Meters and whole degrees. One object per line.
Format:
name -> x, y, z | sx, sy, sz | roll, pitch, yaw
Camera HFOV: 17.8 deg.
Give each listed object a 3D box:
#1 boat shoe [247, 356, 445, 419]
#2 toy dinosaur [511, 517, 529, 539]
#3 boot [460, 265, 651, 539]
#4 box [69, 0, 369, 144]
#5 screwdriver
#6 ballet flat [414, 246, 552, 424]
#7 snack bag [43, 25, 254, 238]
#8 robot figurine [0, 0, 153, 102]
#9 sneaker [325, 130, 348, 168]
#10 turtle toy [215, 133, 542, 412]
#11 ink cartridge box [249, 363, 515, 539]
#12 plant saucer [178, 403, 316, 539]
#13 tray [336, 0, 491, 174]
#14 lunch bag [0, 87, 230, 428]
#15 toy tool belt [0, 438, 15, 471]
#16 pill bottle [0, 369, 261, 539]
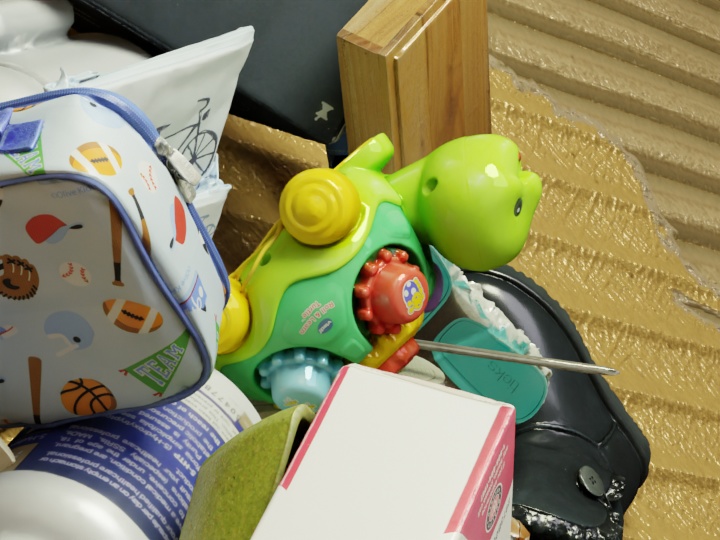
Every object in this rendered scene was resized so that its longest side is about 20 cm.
boat shoe -> -0.051, 0.082, 1.234 | 0.200, 0.068, 0.072 | 1, 25, -25
toy dinosaur -> 0.047, 0.163, 1.227 | 0.136, 0.200, 0.102 | 7, 81, -6
boot -> 0.102, 0.104, 1.402 | 0.200, 0.076, 0.168 | 50, 28, -14
box -> -0.104, -0.179, 1.316 | 0.200, 0.124, 0.197 | 30, -2, -29
screwdriver -> 0.040, 0.045, 1.241 | 0.200, 0.028, 0.029 | 12, 59, 7
ballet flat -> 0.033, 0.021, 1.312 | 0.200, 0.072, 0.072 | 47, 29, -34
snack bag -> -0.122, -0.025, 1.171 | 0.021, 0.200, 0.189 | 29, 27, 20
robot figurine -> -0.167, -0.061, 1.214 | 0.200, 0.113, 0.170 | -27, 107, -58
sneaker -> 0.013, -0.068, 1.421 | 0.082, 0.074, 0.200 | -65, 143, -40
turtle toy -> 0.000, 0.000, 1.157 | 0.101, 0.200, 0.146 | 46, 9, 4
ink cartridge box -> 0.008, 0.166, 1.004 | 0.084, 0.200, 0.145 | 13, 45, 16
plant saucer -> -0.051, 0.171, 1.050 | 0.200, 0.048, 0.200 | 53, 52, -69
tray -> 0.035, -0.087, 1.312 | 0.037, 0.200, 0.099 | 27, 58, 23
lunch bag -> -0.161, -0.006, 1.023 | 0.076, 0.200, 0.160 | -79, 152, -46
toy tool belt -> -0.257, 0.058, 0.974 | 0.200, 0.123, 0.125 | 34, 35, -23
pill bottle -> -0.128, 0.129, 1.061 | 0.120, 0.120, 0.200 | 47, 32, -5
